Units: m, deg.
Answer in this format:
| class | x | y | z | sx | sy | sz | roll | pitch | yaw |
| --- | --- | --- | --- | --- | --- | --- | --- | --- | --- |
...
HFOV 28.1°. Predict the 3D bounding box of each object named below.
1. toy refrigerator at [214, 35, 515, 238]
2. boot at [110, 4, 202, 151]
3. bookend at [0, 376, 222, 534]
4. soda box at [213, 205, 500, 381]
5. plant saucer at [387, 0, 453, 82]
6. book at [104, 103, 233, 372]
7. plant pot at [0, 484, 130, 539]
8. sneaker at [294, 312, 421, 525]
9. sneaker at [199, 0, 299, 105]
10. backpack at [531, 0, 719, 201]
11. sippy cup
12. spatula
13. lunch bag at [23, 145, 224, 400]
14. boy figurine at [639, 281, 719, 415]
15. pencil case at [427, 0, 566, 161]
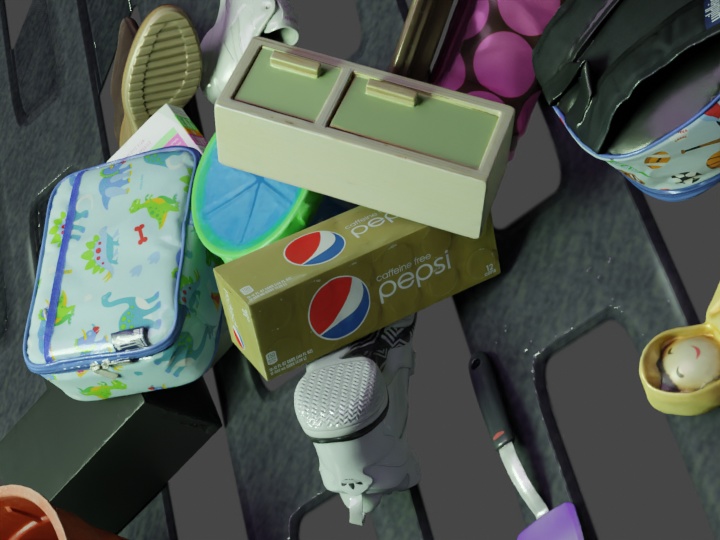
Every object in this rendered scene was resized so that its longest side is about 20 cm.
| class | x | y | z | sx | sy | sz | roll | pitch | yaw |
| --- | --- | --- | --- | --- | --- | --- | --- | --- | --- |
| toy refrigerator | 0.003 | -0.097 | 1.020 | 0.199 | 0.070 | 0.076 | 17 | 55 | 11 |
| boot | -0.206 | -0.194 | 1.352 | 0.167 | 0.072 | 0.201 | -117 | 30 | -43 |
| bookend | -0.245 | 0.118 | 1.285 | 0.200 | 0.092 | 0.199 | -46 | 48 | 19 |
| soda box | 0.000 | 0.000 | 1.043 | 0.199 | 0.068 | 0.064 | -25 | 34 | -19 |
| plant saucer | 0.048 | -0.189 | 1.116 | 0.200 | 0.029 | 0.201 | -160 | 90 | -89 |
| book | -0.154 | -0.030 | 1.263 | 0.134 | 0.048 | 0.200 | -45 | 66 | 18 |
| plant pot | -0.211 | 0.284 | 1.109 | 0.200 | 0.195 | 0.202 | -18 | 61 | 36 |
| sneaker | 0.006 | 0.093 | 1.071 | 0.075 | 0.116 | 0.200 | -3 | 30 | 17 |
| sneaker | -0.089 | -0.249 | 1.325 | 0.099 | 0.075 | 0.201 | 1 | 81 | 36 |
| backpack | 0.216 | -0.145 | 0.931 | 0.190 | 0.154 | 0.201 | -37 | 43 | 17 |
| sippy cup | -0.043 | -0.054 | 1.145 | 0.178 | 0.130 | 0.140 | -55 | 45 | 9 |
| spatula | 0.109 | 0.136 | 1.000 | 0.056 | 0.020 | 0.201 | -39 | 49 | 26 |
| lunch bag | -0.191 | 0.003 | 1.180 | 0.160 | 0.082 | 0.201 | -9 | 57 | 24 |
| boy figurine | 0.258 | 0.025 | 0.881 | 0.199 | 0.064 | 0.125 | -30 | 56 | 26 |
| pencil case | 0.106 | -0.186 | 1.091 | 0.090 | 0.093 | 0.201 | 14 | 83 | 45 |
